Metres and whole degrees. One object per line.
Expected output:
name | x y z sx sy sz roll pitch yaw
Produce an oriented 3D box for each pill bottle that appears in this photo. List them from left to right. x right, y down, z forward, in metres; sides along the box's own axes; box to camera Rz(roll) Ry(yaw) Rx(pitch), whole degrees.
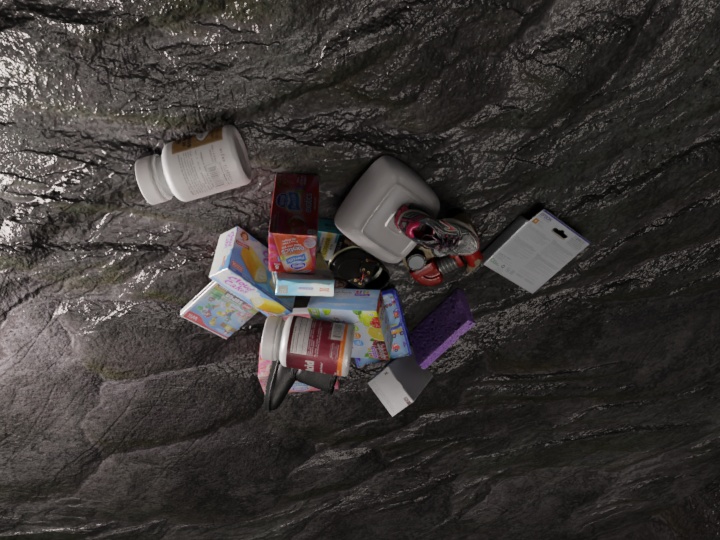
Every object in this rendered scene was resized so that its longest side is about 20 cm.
pill bottle | -0.317 -0.196 1.194 0.196 0.115 0.115 -15 134 3
pill bottle | -0.116 0.164 1.395 0.196 0.115 0.115 9 133 2

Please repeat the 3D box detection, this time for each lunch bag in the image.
lunch bag | 0.036 0.129 1.600 0.148 0.095 0.203 -13 122 6

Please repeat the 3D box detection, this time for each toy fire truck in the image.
toy fire truck | 0.209 -0.027 1.468 0.174 0.130 0.201 -28 122 16

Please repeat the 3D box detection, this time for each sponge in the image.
sponge | 0.208 0.152 1.624 0.030 0.113 0.200 22 125 -31

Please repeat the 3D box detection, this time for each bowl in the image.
bowl | 0.069 -0.118 1.337 0.198 0.075 0.201 32 101 -33

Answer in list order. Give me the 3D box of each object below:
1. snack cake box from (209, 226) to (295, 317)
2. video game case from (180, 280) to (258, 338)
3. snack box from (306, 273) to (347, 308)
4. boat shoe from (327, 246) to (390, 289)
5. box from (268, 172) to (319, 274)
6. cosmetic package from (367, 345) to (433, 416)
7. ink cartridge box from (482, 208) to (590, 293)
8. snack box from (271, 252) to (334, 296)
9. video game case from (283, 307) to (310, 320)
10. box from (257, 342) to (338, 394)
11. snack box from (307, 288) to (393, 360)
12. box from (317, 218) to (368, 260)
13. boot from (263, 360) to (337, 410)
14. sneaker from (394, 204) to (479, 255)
snack cake box | -0.231 0.009 1.393 0.066 0.117 0.199 -20 137 34
video game case | -0.316 0.078 1.505 0.199 0.018 0.142 -39 129 23
snack box | -0.091 0.081 1.558 0.071 0.025 0.202 10 130 -16
boat shoe | 0.002 -0.002 1.379 0.074 0.063 0.200 -51 151 14
box | -0.132 -0.097 1.259 0.093 0.202 0.101 3 133 -5
cosmetic package | 0.109 0.287 1.657 0.081 0.114 0.199 -40 172 24
ink cartridge box | 0.425 -0.052 1.526 0.198 0.041 0.200 27 122 -31
snack box | -0.124 0.004 1.296 0.114 0.200 0.038 2 107 -12
video game case | -0.127 0.160 1.596 0.140 0.018 0.202 -2 141 -1
box | -0.156 0.245 1.602 0.196 0.104 0.095 -5 141 1
snack box | -0.020 0.127 1.475 0.165 0.068 0.202 2 140 14
box | -0.075 -0.068 1.406 0.196 0.050 0.083 7 131 -17
boot | -0.138 0.258 1.495 0.159 0.073 0.202 14 101 3
sneaker | 0.164 -0.069 1.305 0.197 0.075 0.082 14 113 -23
